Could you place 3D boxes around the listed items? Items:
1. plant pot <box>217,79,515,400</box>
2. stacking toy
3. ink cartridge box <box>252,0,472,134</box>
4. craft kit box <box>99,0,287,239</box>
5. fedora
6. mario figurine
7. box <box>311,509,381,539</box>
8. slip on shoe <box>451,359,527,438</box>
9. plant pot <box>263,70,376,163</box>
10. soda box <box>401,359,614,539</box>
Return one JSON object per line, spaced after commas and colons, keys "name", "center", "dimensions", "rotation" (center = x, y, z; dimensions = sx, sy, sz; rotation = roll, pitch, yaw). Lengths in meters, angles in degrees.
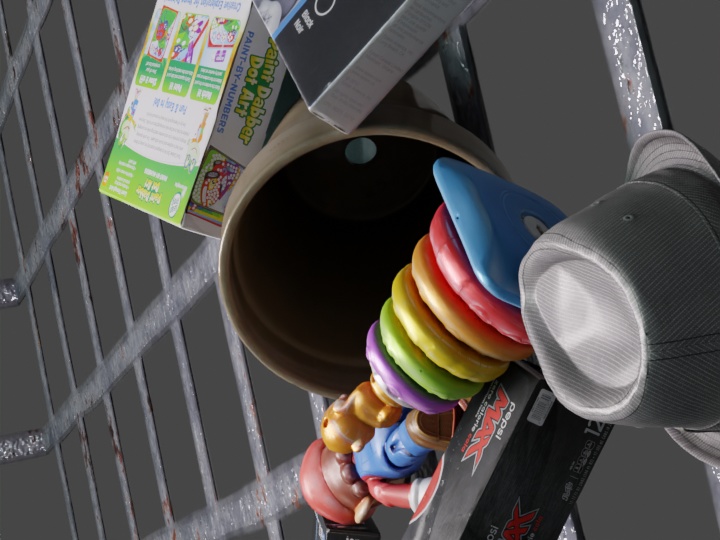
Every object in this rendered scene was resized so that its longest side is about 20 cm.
{"name": "plant pot", "center": [0.004, -0.043, 1.376], "dimensions": [0.174, 0.199, 0.201], "rotation": [-99, 9, -59]}
{"name": "stacking toy", "center": [0.044, 0.043, 1.245], "dimensions": [0.200, 0.109, 0.116], "rotation": [-48, 41, 25]}
{"name": "ink cartridge box", "center": [0.014, -0.217, 1.272], "dimensions": [0.200, 0.043, 0.198], "rotation": [-45, 44, 18]}
{"name": "craft kit box", "center": [-0.110, -0.131, 1.471], "dimensions": [0.200, 0.048, 0.198], "rotation": [23, 93, 65]}
{"name": "fedora", "center": [0.142, 0.020, 1.098], "dimensions": [0.200, 0.090, 0.178], "rotation": [-136, 41, -62]}
{"name": "mario figurine", "center": [0.032, 0.125, 1.563], "dimensions": [0.200, 0.106, 0.124], "rotation": [-47, 17, 55]}
{"name": "box", "center": [-0.018, 0.273, 1.670], "dimensions": [0.200, 0.043, 0.161], "rotation": [-161, 77, -86]}
{"name": "slip on shoe", "center": [0.085, 0.152, 1.393], "dimensions": [0.074, 0.061, 0.201], "rotation": [-133, 36, -57]}
{"name": "plant pot", "center": [-0.075, -0.120, 1.629], "dimensions": [0.200, 0.134, 0.201], "rotation": [170, 90, -73]}
{"name": "soda box", "center": [0.075, 0.154, 1.268], "dimensions": [0.201, 0.063, 0.071], "rotation": [-64, 24, 4]}
